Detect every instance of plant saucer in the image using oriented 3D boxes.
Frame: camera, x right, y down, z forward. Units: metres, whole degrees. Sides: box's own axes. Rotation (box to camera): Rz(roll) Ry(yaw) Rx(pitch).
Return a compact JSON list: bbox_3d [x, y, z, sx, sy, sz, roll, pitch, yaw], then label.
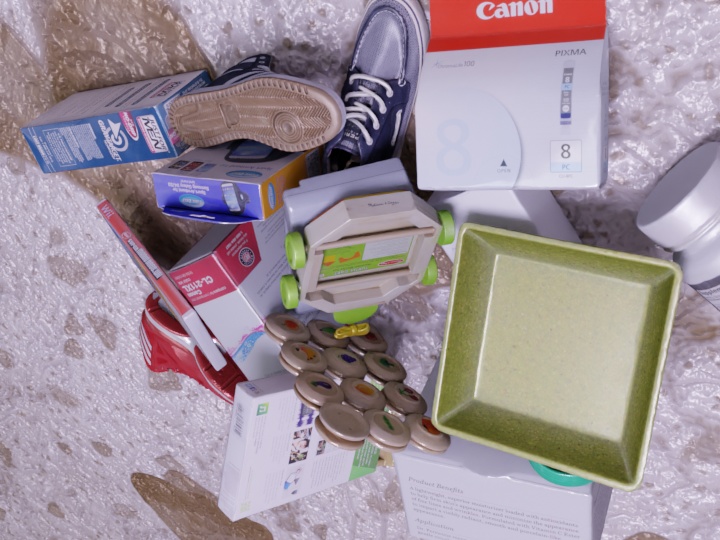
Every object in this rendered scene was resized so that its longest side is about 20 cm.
[{"bbox_3d":[0.174,0.070,0.776,0.199,0.048,0.201,13,103,28],"label":"plant saucer"}]

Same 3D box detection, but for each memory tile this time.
[{"bbox_3d":[-0.006,0.107,0.852,0.152,0.200,0.017,11,116,-33],"label":"memory tile"}]

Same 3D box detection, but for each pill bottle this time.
[{"bbox_3d":[0.340,-0.009,0.729,0.200,0.113,0.113,40,132,-4],"label":"pill bottle"}]

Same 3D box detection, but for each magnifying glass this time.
[{"bbox_3d":[0.202,0.126,0.842,0.079,0.201,0.023,0,129,13],"label":"magnifying glass"}]

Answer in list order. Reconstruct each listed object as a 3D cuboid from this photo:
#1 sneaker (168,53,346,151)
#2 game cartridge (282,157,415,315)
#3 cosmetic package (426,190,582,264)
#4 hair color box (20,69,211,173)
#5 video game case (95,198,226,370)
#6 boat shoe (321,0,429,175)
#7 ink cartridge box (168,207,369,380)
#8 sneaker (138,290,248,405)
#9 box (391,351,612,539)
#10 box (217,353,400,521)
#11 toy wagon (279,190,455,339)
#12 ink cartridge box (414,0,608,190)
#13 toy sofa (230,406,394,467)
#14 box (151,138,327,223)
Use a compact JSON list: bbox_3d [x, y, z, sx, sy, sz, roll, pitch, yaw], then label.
[{"bbox_3d":[-0.081,-0.166,0.834,0.199,0.108,0.071,4,121,33],"label":"sneaker"},{"bbox_3d":[-0.007,-0.028,0.851,0.132,0.042,0.201,-11,149,-8],"label":"game cartridge"},{"bbox_3d":[0.159,-0.011,0.852,0.101,0.071,0.201,-22,111,37],"label":"cosmetic package"},{"bbox_3d":[-0.261,-0.161,0.946,0.199,0.100,0.061,-2,123,29],"label":"hair color box"},{"bbox_3d":[-0.235,0.018,1.025,0.200,0.017,0.143,46,165,26],"label":"video game case"},{"bbox_3d":[0.011,-0.155,0.810,0.074,0.093,0.201,18,130,15],"label":"boat shoe"},{"bbox_3d":[-0.096,0.032,0.968,0.082,0.146,0.201,-20,112,37],"label":"ink cartridge box"},{"bbox_3d":[-0.217,0.120,1.159,0.200,0.078,0.116,47,141,6],"label":"sneaker"},{"bbox_3d":[0.163,0.183,0.906,0.197,0.200,0.132,7,128,24],"label":"box"},{"bbox_3d":[-0.051,0.170,0.911,0.036,0.199,0.145,32,118,42],"label":"box"},{"bbox_3d":[0.000,0.000,0.826,0.154,0.040,0.201,-9,149,-16],"label":"toy wagon"},{"bbox_3d":[0.125,-0.169,0.727,0.159,0.047,0.202,2,104,26],"label":"ink cartridge box"},{"bbox_3d":[-0.054,0.199,1.029,0.097,0.199,0.084,-2,88,48],"label":"toy sofa"},{"bbox_3d":[-0.109,-0.100,0.842,0.118,0.200,0.042,8,117,23],"label":"box"}]
